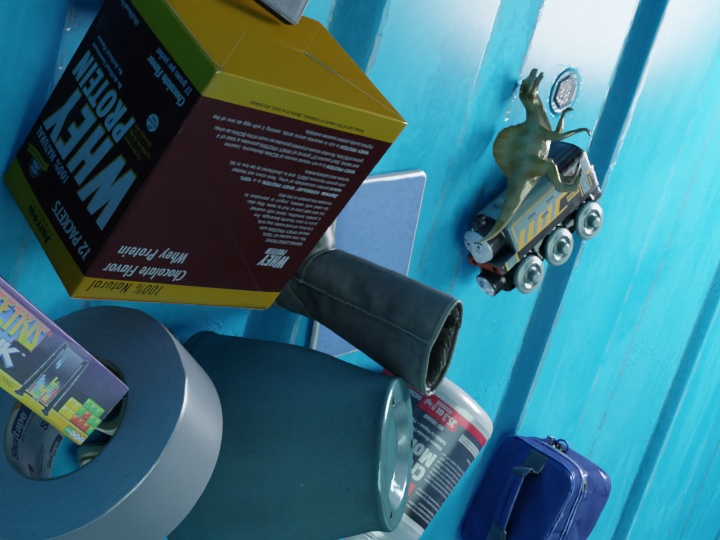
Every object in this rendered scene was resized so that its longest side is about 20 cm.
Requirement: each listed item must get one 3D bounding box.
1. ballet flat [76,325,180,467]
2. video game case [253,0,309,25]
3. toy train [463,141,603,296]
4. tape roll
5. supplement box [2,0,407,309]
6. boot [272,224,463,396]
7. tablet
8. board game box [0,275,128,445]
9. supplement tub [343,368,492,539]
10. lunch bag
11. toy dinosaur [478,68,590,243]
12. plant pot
[{"bbox_3d":[-0.209,0.141,1.000,0.071,0.069,0.200,4,107,-30],"label":"ballet flat"},{"bbox_3d":[-0.086,-0.282,0.785,0.200,0.019,0.143,30,84,-39],"label":"video game case"},{"bbox_3d":[0.199,-0.060,1.319,0.200,0.085,0.114,-40,124,-20],"label":"toy train"},{"bbox_3d":[-0.209,0.127,0.872,0.200,0.200,0.066,-49,141,-15],"label":"tape roll"},{"bbox_3d":[-0.116,-0.089,0.848,0.197,0.133,0.200,6,129,-50],"label":"supplement box"},{"bbox_3d":[0.002,-0.002,1.028,0.073,0.200,0.182,-24,129,-39],"label":"boot"},{"bbox_3d":[0.006,-0.005,1.184,0.130,0.014,0.200,-13,121,-44],"label":"tablet"},{"bbox_3d":[-0.268,0.017,0.766,0.057,0.165,0.200,-50,142,-13],"label":"board game box"},{"bbox_3d":[0.037,0.208,1.248,0.200,0.140,0.140,-53,141,-11],"label":"supplement tub"},{"bbox_3d":[0.236,0.315,1.541,0.132,0.136,0.200,12,103,-51],"label":"lunch bag"},{"bbox_3d":[0.193,-0.116,1.260,0.058,0.101,0.200,27,76,-84],"label":"toy dinosaur"},{"bbox_3d":[-0.055,0.155,1.007,0.200,0.188,0.200,1,90,-77],"label":"plant pot"}]
